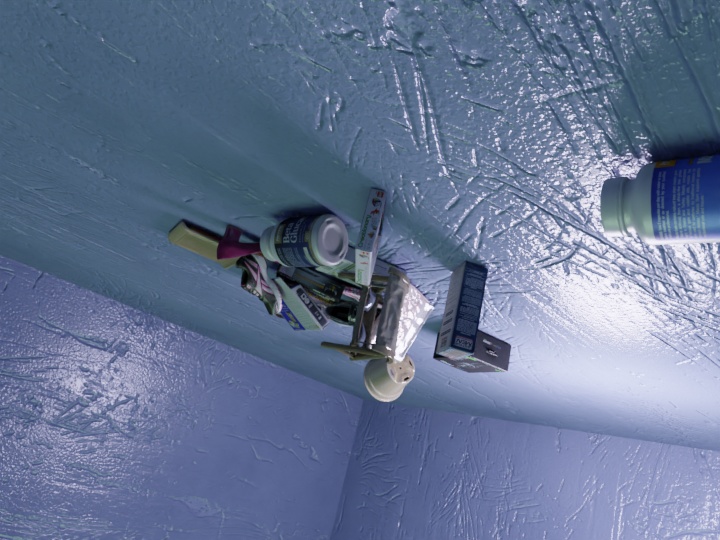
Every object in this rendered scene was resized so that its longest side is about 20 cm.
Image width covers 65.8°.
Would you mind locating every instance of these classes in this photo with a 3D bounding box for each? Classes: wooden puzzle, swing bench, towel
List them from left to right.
[{"bbox_3d":[-0.446,-0.074,1.609,0.198,0.038,0.184,30,157,-24],"label":"wooden puzzle"},{"bbox_3d":[0.022,0.091,1.643,0.198,0.030,0.146,14,165,47],"label":"towel"},{"bbox_3d":[0.029,0.114,1.373,0.198,0.202,0.129,-5,153,45],"label":"swing bench"},{"bbox_3d":[0.110,0.144,1.526,0.032,0.202,0.191,30,176,40],"label":"towel"}]

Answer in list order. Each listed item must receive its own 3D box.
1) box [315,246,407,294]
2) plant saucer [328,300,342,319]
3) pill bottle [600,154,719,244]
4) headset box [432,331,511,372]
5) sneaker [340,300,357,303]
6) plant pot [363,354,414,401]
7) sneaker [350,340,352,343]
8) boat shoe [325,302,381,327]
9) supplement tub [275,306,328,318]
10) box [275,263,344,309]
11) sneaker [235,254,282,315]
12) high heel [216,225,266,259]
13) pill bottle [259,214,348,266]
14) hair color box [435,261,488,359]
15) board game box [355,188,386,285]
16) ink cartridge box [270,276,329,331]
[{"bbox_3d":[0.000,0.000,1.445,0.198,0.042,0.156,23,160,-19],"label":"box"},{"bbox_3d":[-0.080,0.136,1.905,0.197,0.033,0.201,15,161,5],"label":"plant saucer"},{"bbox_3d":[0.430,-0.091,0.737,0.198,0.114,0.112,0,156,39],"label":"pill bottle"},{"bbox_3d":[0.368,0.265,1.814,0.172,0.094,0.199,24,159,-26],"label":"headset box"},{"bbox_3d":[0.003,0.149,1.802,0.199,0.075,0.079,27,-177,-35],"label":"sneaker"},{"bbox_3d":[0.137,0.436,2.367,0.198,0.203,0.184,20,149,-14],"label":"plant pot"},{"bbox_3d":[0.040,0.185,1.716,0.073,0.200,0.112,43,165,9],"label":"sneaker"},{"bbox_3d":[-0.009,0.125,1.558,0.197,0.073,0.068,7,163,31],"label":"boat shoe"},{"bbox_3d":[-0.182,0.108,1.792,0.197,0.109,0.107,2,157,33],"label":"supplement tub"},{"bbox_3d":[-0.151,0.045,1.636,0.198,0.049,0.159,26,160,-2],"label":"box"},{"bbox_3d":[-0.296,0.040,1.576,0.080,0.086,0.203,3,120,57],"label":"sneaker"},{"bbox_3d":[-0.285,-0.037,1.480,0.199,0.097,0.067,30,156,-35],"label":"high heel"},{"bbox_3d":[-0.134,-0.065,1.259,0.198,0.113,0.111,-1,155,40],"label":"pill bottle"},{"bbox_3d":[0.232,0.094,1.273,0.060,0.203,0.100,17,162,-5],"label":"hair color box"},{"bbox_3d":[0.019,-0.061,1.124,0.034,0.128,0.200,13,161,4],"label":"board game box"},{"bbox_3d":[-0.203,0.094,1.650,0.201,0.043,0.197,53,152,-15],"label":"ink cartridge box"}]
